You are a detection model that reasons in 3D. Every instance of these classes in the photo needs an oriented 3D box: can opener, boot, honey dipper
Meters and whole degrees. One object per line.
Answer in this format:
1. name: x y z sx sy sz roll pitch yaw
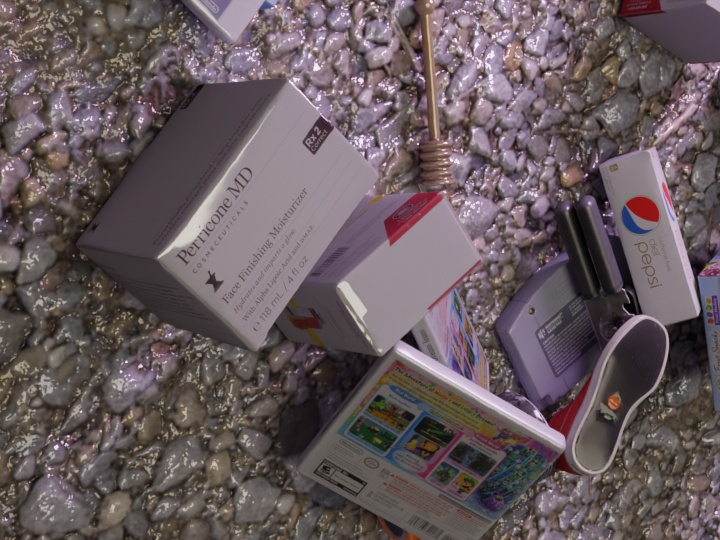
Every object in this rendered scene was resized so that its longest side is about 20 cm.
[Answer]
1. can opener: 0.279 0.004 1.472 0.067 0.053 0.202 -48 121 -56
2. boot: 0.265 0.142 1.456 0.072 0.144 0.201 36 74 -8
3. honey dipper: 0.077 -0.192 1.364 0.038 0.038 0.203 -7 97 -31

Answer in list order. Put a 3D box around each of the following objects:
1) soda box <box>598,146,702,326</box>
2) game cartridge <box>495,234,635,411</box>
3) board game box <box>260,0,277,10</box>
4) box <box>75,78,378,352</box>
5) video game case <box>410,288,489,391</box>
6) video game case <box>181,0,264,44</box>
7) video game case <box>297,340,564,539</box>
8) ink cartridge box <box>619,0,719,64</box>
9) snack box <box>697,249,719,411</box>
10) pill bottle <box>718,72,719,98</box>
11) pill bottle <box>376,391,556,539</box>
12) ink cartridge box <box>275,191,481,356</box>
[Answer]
1. soda box: 0.340 -0.039 1.492 0.068 0.063 0.203 -25 98 -69
2. game cartridge: 0.248 0.052 1.495 0.199 0.041 0.134 -37 116 -24
3. board game box: -0.132 -0.370 1.215 0.199 0.036 0.153 32 78 -31
4. box: -0.124 -0.055 1.154 0.131 0.199 0.200 43 73 -28
5. video game case: 0.092 0.072 1.323 0.023 0.201 0.184 -20 111 13
6. video game case: -0.139 -0.346 1.179 0.200 0.023 0.183 42 73 -28
7. video game case: 0.067 0.178 1.238 0.198 0.024 0.183 30 121 -13
8. ink cartridge box: 0.427 -0.368 1.503 0.143 0.145 0.203 23 81 -31
9. snack box: 0.475 0.061 1.570 0.199 0.067 0.171 -27 111 -59
10. pill bottle: 0.538 -0.229 1.553 0.107 0.199 0.111 -3 96 -31
11. pill bottle: 0.109 0.220 1.381 0.198 0.106 0.108 -26 107 -27
12. ink cartridge box: 0.000 0.000 1.233 0.145 0.199 0.084 -42 110 -21
